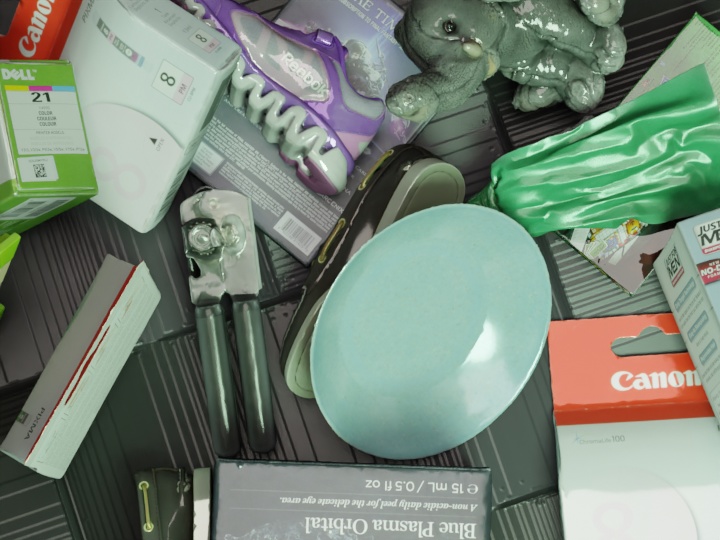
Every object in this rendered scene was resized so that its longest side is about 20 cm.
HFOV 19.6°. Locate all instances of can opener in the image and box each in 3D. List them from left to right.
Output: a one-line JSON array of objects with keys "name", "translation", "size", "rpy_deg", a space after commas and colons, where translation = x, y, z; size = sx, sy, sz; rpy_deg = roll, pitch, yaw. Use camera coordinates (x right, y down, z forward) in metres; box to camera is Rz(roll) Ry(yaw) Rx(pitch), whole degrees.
[{"name": "can opener", "translation": [-0.097, 0.036, 1.552], "size": [0.053, 0.067, 0.200], "rpy_deg": [-7, 95, -1]}]

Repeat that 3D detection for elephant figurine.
[{"name": "elephant figurine", "translation": [0.084, -0.183, 1.512], "size": [0.200, 0.155, 0.142], "rpy_deg": [0, 101, -27]}]

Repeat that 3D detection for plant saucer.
[{"name": "plant saucer", "translation": [0.045, 0.039, 1.514], "size": [0.201, 0.039, 0.201], "rpy_deg": [-13, 119, -25]}]

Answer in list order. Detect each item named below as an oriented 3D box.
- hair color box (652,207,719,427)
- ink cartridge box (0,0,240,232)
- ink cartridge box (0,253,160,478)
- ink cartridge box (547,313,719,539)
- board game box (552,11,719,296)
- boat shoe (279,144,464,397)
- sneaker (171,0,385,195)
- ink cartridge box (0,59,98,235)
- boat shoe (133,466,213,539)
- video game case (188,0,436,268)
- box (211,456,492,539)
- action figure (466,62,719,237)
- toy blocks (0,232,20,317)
[{"name": "hair color box", "translation": [0.280, 0.061, 1.488], "size": [0.061, 0.099, 0.200], "rpy_deg": [-18, 74, -9]}, {"name": "ink cartridge box", "translation": [-0.203, -0.145, 1.520], "size": [0.200, 0.057, 0.163], "rpy_deg": [31, 128, 2]}, {"name": "ink cartridge box", "translation": [-0.202, 0.064, 1.467], "size": [0.050, 0.200, 0.161], "rpy_deg": [28, 83, 4]}, {"name": "ink cartridge box", "translation": [0.223, 0.131, 1.536], "size": [0.162, 0.057, 0.200], "rpy_deg": [-4, 87, 0]}, {"name": "board game box", "translation": [0.229, -0.088, 1.578], "size": [0.105, 0.023, 0.200], "rpy_deg": [41, 85, 7]}, {"name": "boat shoe", "translation": [0.000, 0.000, 1.542], "size": [0.201, 0.072, 0.061], "rpy_deg": [-56, 41, 3]}, {"name": "sneaker", "translation": [-0.058, -0.153, 1.546], "size": [0.088, 0.080, 0.200], "rpy_deg": [-42, 89, -12]}, {"name": "ink cartridge box", "translation": [-0.278, -0.130, 1.517], "size": [0.076, 0.148, 0.200], "rpy_deg": [-4, 78, -44]}, {"name": "boat shoe", "translation": [-0.140, 0.242, 1.509], "size": [0.061, 0.072, 0.201], "rpy_deg": [2, 74, -1]}, {"name": "video game case", "translation": [-0.031, -0.123, 1.585], "size": [0.143, 0.019, 0.200], "rpy_deg": [39, 83, 5]}, {"name": "box", "translation": [-0.009, 0.236, 1.484], "size": [0.197, 0.117, 0.200], "rpy_deg": [2, 83, -2]}, {"name": "action figure", "translation": [0.171, -0.072, 1.532], "size": [0.200, 0.055, 0.118], "rpy_deg": [-16, 106, 9]}, {"name": "toy blocks", "translation": [-0.337, 0.011, 1.499], "size": [0.137, 0.200, 0.100], "rpy_deg": [37, 44, 6]}]
